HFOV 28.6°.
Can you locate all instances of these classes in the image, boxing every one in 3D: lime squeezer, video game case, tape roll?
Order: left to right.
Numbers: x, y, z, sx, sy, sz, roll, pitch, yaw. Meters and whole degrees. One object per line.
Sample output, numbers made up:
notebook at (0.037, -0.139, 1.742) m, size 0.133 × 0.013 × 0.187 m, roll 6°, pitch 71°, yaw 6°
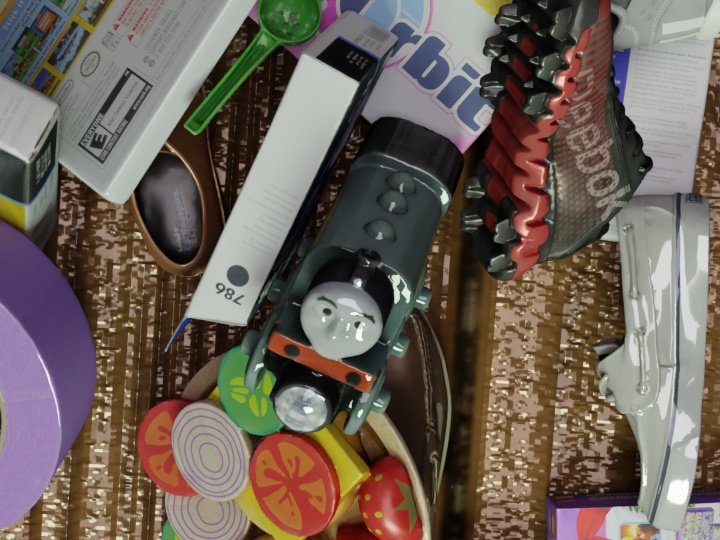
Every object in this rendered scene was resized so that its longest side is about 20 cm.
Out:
tape roll at (-0.256, 0.057, 0.806) m, size 0.199 × 0.066 × 0.201 m, roll 4°, pitch 118°, yaw 8°
video game case at (-0.143, -0.166, 0.809) m, size 0.182 × 0.023 × 0.200 m, roll 36°, pitch 95°, yaw 29°
lime squeezer at (-0.031, -0.161, 0.767) m, size 0.038 × 0.071 × 0.200 m, roll 42°, pitch 104°, yaw 14°

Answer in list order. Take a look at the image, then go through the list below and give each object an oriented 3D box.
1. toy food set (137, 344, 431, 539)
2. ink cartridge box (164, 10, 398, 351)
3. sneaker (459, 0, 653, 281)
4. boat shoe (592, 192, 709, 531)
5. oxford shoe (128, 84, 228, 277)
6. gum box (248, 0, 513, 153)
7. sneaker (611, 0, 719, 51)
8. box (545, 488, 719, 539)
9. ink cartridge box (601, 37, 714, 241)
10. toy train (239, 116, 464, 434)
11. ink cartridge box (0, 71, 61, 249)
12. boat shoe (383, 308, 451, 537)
toy food set at (-0.048, 0.138, 0.825) m, size 0.198 × 0.049 × 0.200 m, roll 50°, pitch 126°, yaw 15°
ink cartridge box at (-0.044, -0.043, 0.797) m, size 0.039 × 0.100 × 0.200 m, roll 29°, pitch 118°, yaw 0°
sneaker at (0.117, -0.083, 0.782) m, size 0.098 × 0.071 × 0.201 m, roll -9°, pitch 133°, yaw -17°
boat shoe at (0.171, 0.054, 0.842) m, size 0.065 × 0.072 × 0.201 m, roll 3°, pitch 99°, yaw 10°
oxford shoe at (-0.124, -0.093, 0.841) m, size 0.071 × 0.071 × 0.201 m, roll -20°, pitch 93°, yaw 0°
gum box at (0.011, -0.165, 0.830) m, size 0.200 × 0.066 × 0.114 m, roll 41°, pitch 108°, yaw -5°
sneaker at (0.135, -0.218, 0.810) m, size 0.115 × 0.075 × 0.201 m, roll -16°, pitch 77°, yaw -6°
box at (0.188, 0.240, 0.891) m, size 0.136 × 0.039 × 0.201 m, roll -1°, pitch 94°, yaw -3°
ink cartridge box at (0.164, -0.117, 0.871) m, size 0.094 × 0.037 × 0.201 m, roll 8°, pitch 96°, yaw -2°
toy train at (0.000, 0.000, 0.762) m, size 0.085 × 0.200 × 0.114 m, roll 24°, pitch 123°, yaw 2°
ink cartridge box at (-0.260, -0.089, 0.771) m, size 0.200 × 0.198 × 0.047 m, roll 26°, pitch 73°, yaw -5°
boat shoe at (0.021, 0.117, 0.857) m, size 0.074 × 0.075 × 0.203 m, roll -1°, pitch 93°, yaw -3°
